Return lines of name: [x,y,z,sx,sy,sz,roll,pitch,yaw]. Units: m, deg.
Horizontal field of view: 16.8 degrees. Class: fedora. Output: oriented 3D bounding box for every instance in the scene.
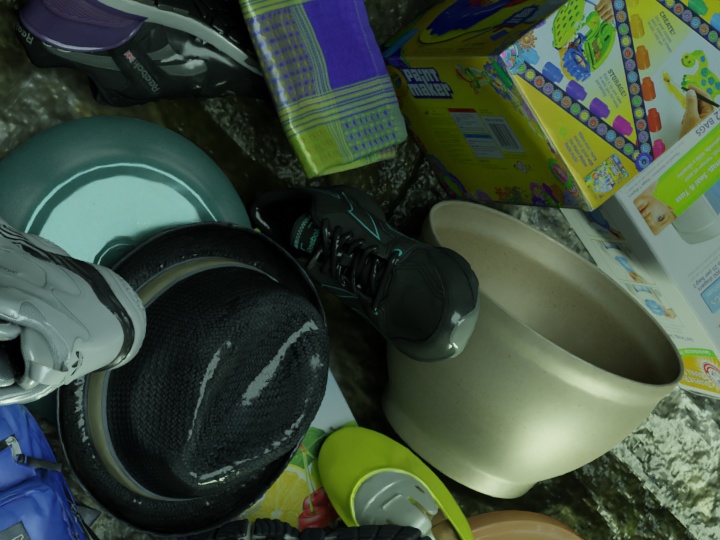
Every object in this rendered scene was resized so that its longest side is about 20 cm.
fedora: [-0.085,0.069,1.481,0.200,0.092,0.201,-2,94,-32]

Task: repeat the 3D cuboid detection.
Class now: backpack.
backpack: [-0.237,0.165,1.482,0.162,0.168,0.200,-29,102,-27]

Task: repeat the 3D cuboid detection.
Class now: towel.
towel: [-0.031,-0.163,1.568,0.144,0.023,0.201,-19,93,-61]

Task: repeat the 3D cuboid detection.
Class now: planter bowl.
planter bowl: [0.096,0.065,1.627,0.200,0.200,0.135,25,111,-25]

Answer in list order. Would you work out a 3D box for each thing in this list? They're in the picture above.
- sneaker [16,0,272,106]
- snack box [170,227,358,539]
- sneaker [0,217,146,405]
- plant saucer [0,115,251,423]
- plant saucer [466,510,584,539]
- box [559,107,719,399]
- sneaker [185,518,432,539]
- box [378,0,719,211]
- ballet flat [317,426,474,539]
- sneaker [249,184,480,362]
sneaker: [-0.130,-0.142,1.559,0.200,0.076,0.088,23,119,-36]
snack box: [-0.089,0.091,1.602,0.142,0.053,0.200,-32,105,-21]
sneaker: [-0.232,0.015,1.409,0.199,0.115,0.075,21,112,15]
plant saucer: [-0.152,0.002,1.525,0.199,0.036,0.201,0,91,-23]
plant saucer: [0.088,0.260,1.655,0.200,0.032,0.201,-10,116,-22]
box: [0.241,-0.017,1.719,0.112,0.101,0.200,-40,109,-16]
sneaker: [-0.043,0.209,1.533,0.199,0.078,0.080,2,120,14]
box: [0.144,-0.146,1.610,0.192,0.200,0.122,-38,108,-18]
ballet flat: [0.046,0.182,1.568,0.067,0.067,0.200,-37,86,-4]
sneaker: [0.000,0.000,1.548,0.079,0.200,0.076,14,103,-38]
